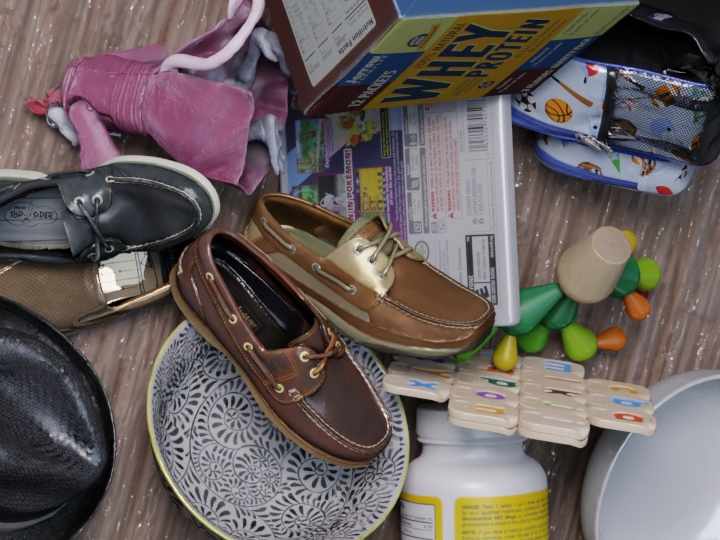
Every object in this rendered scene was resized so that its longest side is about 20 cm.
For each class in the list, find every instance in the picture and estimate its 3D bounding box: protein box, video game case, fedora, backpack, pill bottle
[{"bbox_3d":[0.043,-0.229,1.269,0.198,0.135,0.201,-9,73,-33],"label":"protein box"},{"bbox_3d":[0.026,-0.057,1.400,0.182,0.023,0.201,-2,92,24],"label":"video game case"},{"bbox_3d":[-0.238,0.101,1.277,0.200,0.092,0.201,8,75,-32],"label":"fedora"},{"bbox_3d":[0.191,-0.157,1.424,0.190,0.200,0.154,19,123,7],"label":"backpack"},{"bbox_3d":[0.086,0.201,1.429,0.112,0.112,0.201,-1,91,-16],"label":"pill bottle"}]

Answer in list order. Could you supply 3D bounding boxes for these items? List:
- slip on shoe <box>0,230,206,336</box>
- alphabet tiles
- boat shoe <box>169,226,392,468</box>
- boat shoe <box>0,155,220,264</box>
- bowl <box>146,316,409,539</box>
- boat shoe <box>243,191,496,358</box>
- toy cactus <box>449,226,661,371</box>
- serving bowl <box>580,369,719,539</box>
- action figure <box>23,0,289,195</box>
[{"bbox_3d":[-0.198,0.009,1.370,0.199,0.061,0.076,-12,94,-16],"label":"slip on shoe"},{"bbox_3d":[0.115,0.090,1.385,0.195,0.200,0.015,8,101,4],"label":"alphabet tiles"},{"bbox_3d":[-0.051,0.054,1.325,0.200,0.070,0.070,44,53,-3],"label":"boat shoe"},{"bbox_3d":[-0.196,-0.035,1.313,0.199,0.066,0.075,4,122,19],"label":"boat shoe"},{"bbox_3d":[-0.073,0.127,1.376,0.200,0.094,0.201,12,59,-21],"label":"bowl"},{"bbox_3d":[0.000,0.000,1.350,0.076,0.200,0.074,-44,147,-48],"label":"boat shoe"},{"bbox_3d":[0.156,0.009,1.429,0.199,0.165,0.103,-7,67,-22],"label":"toy cactus"},{"bbox_3d":[0.249,0.165,1.489,0.200,0.066,0.201,-9,111,-26],"label":"serving bowl"},{"bbox_3d":[-0.150,-0.116,1.331,0.199,0.149,0.134,5,57,18],"label":"action figure"}]
